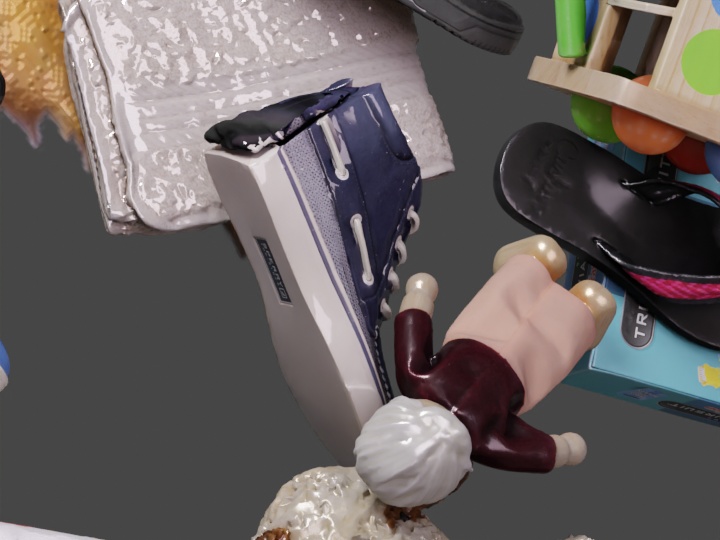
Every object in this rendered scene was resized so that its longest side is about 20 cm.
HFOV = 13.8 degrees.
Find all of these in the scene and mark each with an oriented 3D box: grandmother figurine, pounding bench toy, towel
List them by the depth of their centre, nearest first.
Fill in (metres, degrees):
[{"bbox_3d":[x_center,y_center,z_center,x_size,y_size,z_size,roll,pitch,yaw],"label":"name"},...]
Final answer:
[{"bbox_3d":[0.060,0.056,1.461,0.121,0.061,0.200,37,38,11],"label":"grandmother figurine"},{"bbox_3d":[0.147,-0.139,1.503,0.200,0.124,0.156,20,93,-20],"label":"pounding bench toy"},{"bbox_3d":[-0.052,-0.094,1.522,0.200,0.034,0.133,-13,87,-27],"label":"towel"}]

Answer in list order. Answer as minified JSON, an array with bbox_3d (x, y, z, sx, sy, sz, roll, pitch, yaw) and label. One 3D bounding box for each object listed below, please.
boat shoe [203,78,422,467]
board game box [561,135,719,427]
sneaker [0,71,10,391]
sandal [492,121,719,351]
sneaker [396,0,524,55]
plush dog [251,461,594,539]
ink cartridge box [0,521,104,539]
[{"bbox_3d":[0.000,0.000,1.485,0.093,0.075,0.200,-30,115,-24],"label":"boat shoe"},{"bbox_3d":[0.209,0.009,1.619,0.200,0.047,0.151,16,74,-22],"label":"board game box"},{"bbox_3d":[-0.200,-0.044,1.418,0.111,0.077,0.200,-35,90,-17],"label":"sneaker"},{"bbox_3d":[0.161,-0.016,1.548,0.200,0.045,0.075,26,70,-19],"label":"sandal"},{"bbox_3d":[0.021,-0.194,1.505,0.200,0.060,0.104,27,97,-26],"label":"sneaker"},{"bbox_3d":[0.015,0.171,1.441,0.172,0.160,0.200,58,37,-6],"label":"plush dog"},{"bbox_3d":[-0.162,0.177,1.410,0.200,0.050,0.109,12,76,-22],"label":"ink cartridge box"}]
